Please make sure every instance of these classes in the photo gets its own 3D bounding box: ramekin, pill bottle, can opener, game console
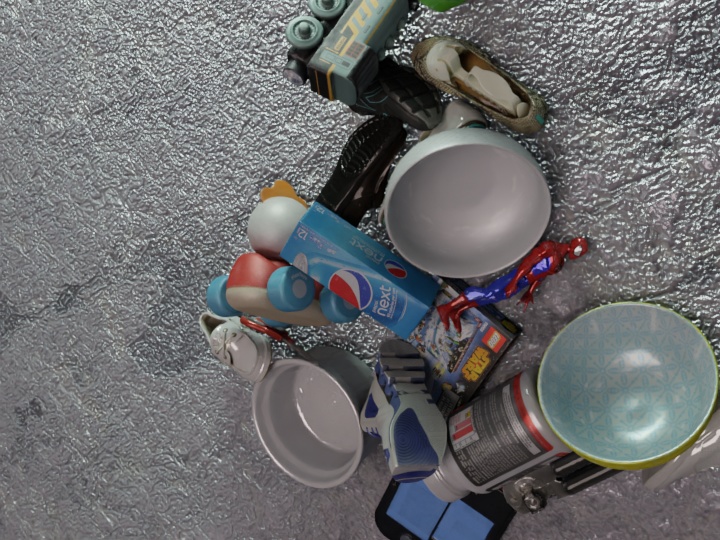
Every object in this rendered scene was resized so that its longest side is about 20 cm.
[{"bbox_3d":[-0.056,0.211,1.338,0.200,0.098,0.202,11,110,30],"label":"ramekin"},{"bbox_3d":[0.174,0.218,1.163,0.200,0.116,0.116,-35,84,29],"label":"pill bottle"},{"bbox_3d":[0.274,0.254,1.165,0.200,0.067,0.053,-33,90,23],"label":"can opener"},{"bbox_3d":[0.119,0.352,1.308,0.177,0.031,0.201,35,122,20],"label":"game console"}]

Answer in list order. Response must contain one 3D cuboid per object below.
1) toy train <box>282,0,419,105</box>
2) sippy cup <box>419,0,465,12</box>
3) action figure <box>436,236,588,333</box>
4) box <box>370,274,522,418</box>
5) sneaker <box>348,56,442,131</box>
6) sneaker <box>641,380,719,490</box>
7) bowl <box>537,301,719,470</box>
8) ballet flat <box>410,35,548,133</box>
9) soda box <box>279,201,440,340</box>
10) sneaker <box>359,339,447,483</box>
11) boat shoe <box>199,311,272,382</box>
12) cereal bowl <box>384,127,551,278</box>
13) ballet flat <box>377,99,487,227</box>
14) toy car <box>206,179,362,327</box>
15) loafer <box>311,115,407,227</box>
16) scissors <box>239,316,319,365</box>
[{"bbox_3d":[-0.011,-0.296,1.103,0.114,0.200,0.085,28,160,12],"label":"toy train"},{"bbox_3d":[0.073,-0.398,1.034,0.139,0.130,0.179,22,117,25],"label":"sippy cup"},{"bbox_3d":[0.192,0.016,1.112,0.200,0.065,0.052,-35,60,19],"label":"action figure"},{"bbox_3d":[0.113,0.114,1.229,0.137,0.040,0.200,42,123,17],"label":"box"},{"bbox_3d":[0.030,-0.232,1.158,0.200,0.075,0.079,46,138,29],"label":"sneaker"},{"bbox_3d":[0.413,0.206,1.045,0.088,0.075,0.200,33,125,-1],"label":"sneaker"},{"bbox_3d":[0.316,0.149,1.048,0.199,0.201,0.108,10,153,31],"label":"bowl"},{"bbox_3d":[0.137,-0.233,1.077,0.200,0.075,0.068,37,98,20],"label":"ballet flat"},{"bbox_3d":[0.000,0.000,1.168,0.200,0.068,0.064,33,121,0],"label":"soda box"},{"bbox_3d":[0.052,0.204,1.197,0.200,0.080,0.115,-100,22,-43],"label":"sneaker"},{"bbox_3d":[-0.197,0.112,1.362,0.200,0.069,0.071,27,93,58],"label":"boat shoe"},{"bbox_3d":[0.127,-0.091,1.096,0.199,0.084,0.201,-1,128,-1],"label":"cereal bowl"},{"bbox_3d":[0.085,-0.139,1.159,0.069,0.069,0.200,48,121,11],"label":"ballet flat"},{"bbox_3d":[-0.101,-0.028,1.283,0.184,0.176,0.201,-7,73,49],"label":"toy car"},{"bbox_3d":[0.004,-0.122,1.215,0.200,0.071,0.073,-53,41,21],"label":"loafer"},{"bbox_3d":[-0.104,0.104,1.331,0.200,0.073,0.014,23,92,42],"label":"scissors"}]
